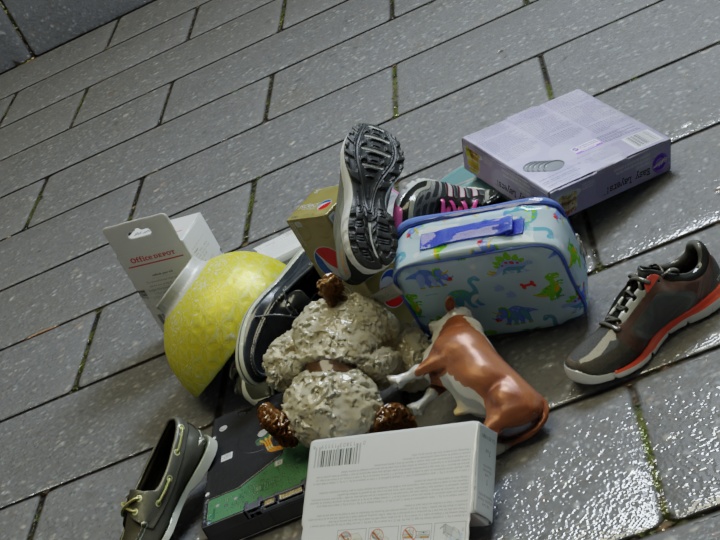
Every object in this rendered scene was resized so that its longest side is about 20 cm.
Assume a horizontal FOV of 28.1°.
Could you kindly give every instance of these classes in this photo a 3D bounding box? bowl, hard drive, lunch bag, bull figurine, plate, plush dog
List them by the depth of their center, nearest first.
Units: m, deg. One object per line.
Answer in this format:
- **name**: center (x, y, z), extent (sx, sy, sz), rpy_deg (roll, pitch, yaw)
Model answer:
- **bull figurine**: center (0.106, 0.113, 1.479), extent (0.121, 0.065, 0.200), rpy_deg (-38, 45, -9)
- **plush dog**: center (-0.023, 0.115, 1.534), extent (0.198, 0.161, 0.173), rpy_deg (-2, 55, 8)
- **lunch bag**: center (0.142, -0.002, 1.559), extent (0.198, 0.161, 0.083), rpy_deg (-11, 52, 22)
- **hard drive**: center (-0.101, 0.209, 1.584), extent (0.139, 0.038, 0.200), rpy_deg (-24, 26, 11)
- **bowl**: center (-0.187, 0.045, 1.781), extent (0.201, 0.107, 0.200), rpy_deg (-52, 6, 8)
- **plate**: center (0.160, -0.128, 1.876), extent (0.199, 0.026, 0.200), rpy_deg (-28, 11, 6)

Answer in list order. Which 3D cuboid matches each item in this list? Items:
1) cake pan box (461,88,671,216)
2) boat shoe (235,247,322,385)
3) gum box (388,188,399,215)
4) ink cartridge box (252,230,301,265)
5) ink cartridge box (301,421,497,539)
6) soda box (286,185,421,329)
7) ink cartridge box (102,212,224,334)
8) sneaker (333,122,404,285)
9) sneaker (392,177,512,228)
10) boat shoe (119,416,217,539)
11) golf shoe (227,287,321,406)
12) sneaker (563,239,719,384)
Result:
- **cake pan box**: center (0.253, -0.146, 1.761), extent (0.199, 0.053, 0.184), rpy_deg (-25, 39, -23)
- **boat shoe**: center (-0.079, 0.049, 1.674), extent (0.062, 0.075, 0.201), rpy_deg (3, 47, 43)
- **gum box**: center (0.049, -0.031, 1.772), extent (0.066, 0.114, 0.200), rpy_deg (-33, 26, -9)
- **ink cartridge box**: center (-0.061, -0.037, 1.974), extent (0.161, 0.050, 0.200), rpy_deg (-26, 7, -7)
- **ink cartridge box**: center (0.033, 0.241, 1.381), extent (0.199, 0.043, 0.175), rpy_deg (-11, 61, 32)
- **soda box**: center (0.000, 0.000, 1.667), extent (0.067, 0.201, 0.064), rpy_deg (-5, 34, 45)
- **ink cartridge box**: center (-0.240, -0.002, 1.906), extent (0.115, 0.201, 0.067), rpy_deg (-11, 30, 30)
- **sneaker**: center (0.000, -0.076, 1.584), extent (0.079, 0.073, 0.202), rpy_deg (131, 150, -54)
- **sneaker**: center (0.118, -0.064, 1.643), extent (0.087, 0.074, 0.199), rpy_deg (11, 9, 40)
- **boat shoe**: center (-0.228, 0.253, 1.567), extent (0.072, 0.060, 0.203), rpy_deg (-20, 35, 52)
- **golf shoe**: center (-0.063, 0.094, 1.731), extent (0.200, 0.077, 0.088), rpy_deg (-42, 46, -15)
- **sneaker**: center (0.281, 0.036, 1.465), extent (0.199, 0.082, 0.077), rpy_deg (-35, 27, -12)
